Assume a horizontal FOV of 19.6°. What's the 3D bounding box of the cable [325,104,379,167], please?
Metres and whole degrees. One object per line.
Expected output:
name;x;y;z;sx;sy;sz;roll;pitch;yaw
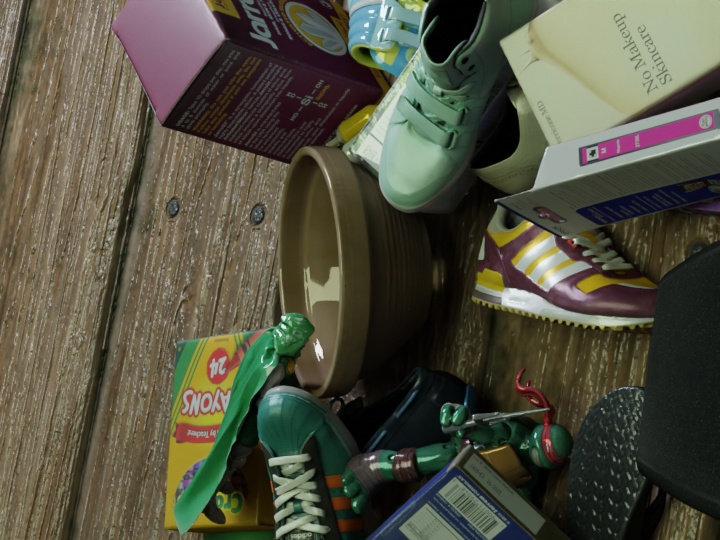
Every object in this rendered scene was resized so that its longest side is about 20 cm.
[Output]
cable;0.052;-0.136;1.715;0.200;0.050;0.097;-50;52;25

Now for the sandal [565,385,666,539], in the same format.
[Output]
sandal;0.185;0.177;1.502;0.075;0.048;0.202;23;109;46

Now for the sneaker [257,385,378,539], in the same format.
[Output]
sneaker;-0.034;0.188;1.620;0.071;0.080;0.201;-9;116;26

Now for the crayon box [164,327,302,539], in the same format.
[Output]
crayon box;-0.109;0.156;1.804;0.126;0.051;0.202;-10;73;44

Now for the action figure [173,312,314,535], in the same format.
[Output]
action figure;-0.087;0.113;1.685;0.118;0.054;0.201;-81;15;-57

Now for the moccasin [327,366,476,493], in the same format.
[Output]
moccasin;0.007;0.126;1.666;0.200;0.068;0.081;-39;30;32

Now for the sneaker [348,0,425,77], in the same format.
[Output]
sneaker;0.066;-0.221;1.668;0.199;0.079;0.131;-25;51;42

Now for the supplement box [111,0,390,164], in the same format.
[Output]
supplement box;-0.090;-0.177;1.765;0.103;0.199;0.131;-49;50;26

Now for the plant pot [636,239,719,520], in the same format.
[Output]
plant pot;0.286;0.075;1.320;0.177;0.198;0.202;-1;79;57

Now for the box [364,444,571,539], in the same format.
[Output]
box;0.068;0.222;1.544;0.121;0.032;0.200;43;134;0

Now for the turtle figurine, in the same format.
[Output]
turtle figurine;0.091;0.154;1.565;0.199;0.101;0.150;-21;105;36

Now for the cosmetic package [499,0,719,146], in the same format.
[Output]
cosmetic package;0.210;-0.167;1.466;0.199;0.073;0.104;-32;77;24

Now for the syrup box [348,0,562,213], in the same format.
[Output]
syrup box;0.087;-0.147;1.638;0.079;0.081;0.200;42;107;20

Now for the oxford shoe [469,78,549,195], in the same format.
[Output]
oxford shoe;0.153;-0.133;1.565;0.201;0.073;0.071;-60;27;29

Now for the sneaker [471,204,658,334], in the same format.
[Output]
sneaker;0.161;-0.005;1.547;0.199;0.075;0.091;10;92;46

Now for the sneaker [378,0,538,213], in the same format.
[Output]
sneaker;0.051;-0.134;1.545;0.074;0.118;0.201;32;106;19

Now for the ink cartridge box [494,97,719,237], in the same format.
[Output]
ink cartridge box;0.199;-0.070;1.445;0.199;0.094;0.037;-17;65;32

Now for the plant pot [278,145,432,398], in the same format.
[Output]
plant pot;0.000;0.000;1.676;0.201;0.092;0.202;178;90;-73

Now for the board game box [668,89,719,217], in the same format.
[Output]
board game box;0.264;-0.098;1.498;0.199;0.032;0.121;10;83;48
